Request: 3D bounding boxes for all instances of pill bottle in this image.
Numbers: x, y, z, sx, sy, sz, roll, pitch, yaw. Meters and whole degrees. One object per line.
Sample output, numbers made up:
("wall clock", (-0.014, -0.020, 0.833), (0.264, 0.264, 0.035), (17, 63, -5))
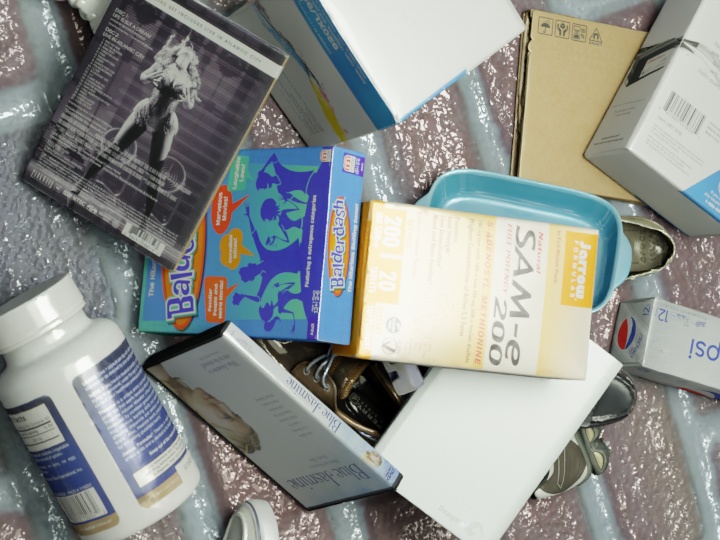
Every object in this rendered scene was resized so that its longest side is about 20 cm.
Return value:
("pill bottle", (-0.220, 0.109, 1.477), (0.111, 0.111, 0.201), (-32, 101, -22))

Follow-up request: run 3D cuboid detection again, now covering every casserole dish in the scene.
("casserole dish", (0.139, -0.019, 1.639), (0.198, 0.039, 0.122), (12, 67, 2))

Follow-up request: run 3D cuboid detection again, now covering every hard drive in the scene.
("hard drive", (0.111, 0.122, 1.562), (0.131, 0.026, 0.201), (36, 86, -2))

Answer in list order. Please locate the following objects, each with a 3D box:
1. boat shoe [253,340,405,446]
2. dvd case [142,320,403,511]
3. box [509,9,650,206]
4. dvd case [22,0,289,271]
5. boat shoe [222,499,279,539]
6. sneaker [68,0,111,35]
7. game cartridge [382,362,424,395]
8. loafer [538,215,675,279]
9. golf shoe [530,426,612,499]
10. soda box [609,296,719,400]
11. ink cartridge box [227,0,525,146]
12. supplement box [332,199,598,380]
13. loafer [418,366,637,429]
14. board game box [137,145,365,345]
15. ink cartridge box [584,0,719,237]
("boat shoe", (-0.022, 0.084, 1.589), (0.200, 0.072, 0.073), (39, 73, -18))
("dvd case", (-0.074, 0.124, 1.526), (0.200, 0.142, 0.018), (42, 57, -17))
("box", (0.236, -0.149, 1.745), (0.198, 0.021, 0.165), (7, 85, -24))
("dvd case", (-0.166, -0.123, 1.488), (0.148, 0.016, 0.201), (31, 104, 5))
("boat shoe", (-0.119, 0.288, 1.541), (0.065, 0.072, 0.202), (13, 91, -28))
("sneaker", (-0.217, -0.213, 1.525), (0.114, 0.074, 0.202), (-1, 93, -9))
("game cartridge", (0.000, 0.000, 1.575), (0.038, 0.130, 0.201), (-24, 99, 4))
("loafer", (0.204, -0.020, 1.698), (0.198, 0.068, 0.076), (-9, 91, -23))
("golf shoe", (0.150, 0.113, 1.665), (0.094, 0.078, 0.201), (-31, 99, -22))
("soda box", (0.336, 0.084, 1.758), (0.198, 0.063, 0.069), (16, 80, -23))
("ink cartridge box", (0.007, -0.206, 1.547), (0.147, 0.200, 0.145), (-38, 101, -21))
("supplement box", (0.085, 0.018, 1.494), (0.198, 0.073, 0.127), (6, 87, -17))
("loafer", (0.145, 0.100, 1.605), (0.198, 0.063, 0.073), (12, 95, 0))
("board game box", (-0.091, -0.020, 1.496), (0.045, 0.199, 0.154), (10, 82, -50))
("ink cartridge box", (0.322, -0.153, 1.726), (0.144, 0.084, 0.201), (35, 75, -19))
